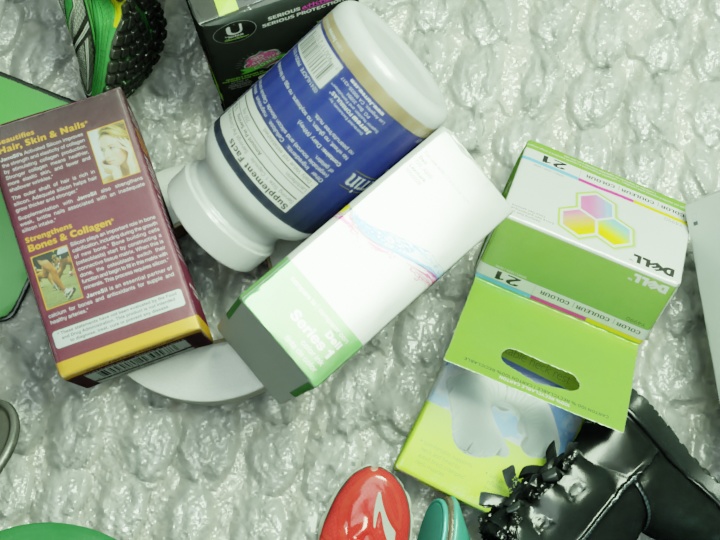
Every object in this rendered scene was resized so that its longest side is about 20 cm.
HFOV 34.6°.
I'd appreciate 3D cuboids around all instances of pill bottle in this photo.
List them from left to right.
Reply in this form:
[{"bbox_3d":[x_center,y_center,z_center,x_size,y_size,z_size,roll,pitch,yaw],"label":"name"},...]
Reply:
[{"bbox_3d":[-0.043,-0.095,0.862,0.200,0.116,0.116,-39,81,19],"label":"pill bottle"}]

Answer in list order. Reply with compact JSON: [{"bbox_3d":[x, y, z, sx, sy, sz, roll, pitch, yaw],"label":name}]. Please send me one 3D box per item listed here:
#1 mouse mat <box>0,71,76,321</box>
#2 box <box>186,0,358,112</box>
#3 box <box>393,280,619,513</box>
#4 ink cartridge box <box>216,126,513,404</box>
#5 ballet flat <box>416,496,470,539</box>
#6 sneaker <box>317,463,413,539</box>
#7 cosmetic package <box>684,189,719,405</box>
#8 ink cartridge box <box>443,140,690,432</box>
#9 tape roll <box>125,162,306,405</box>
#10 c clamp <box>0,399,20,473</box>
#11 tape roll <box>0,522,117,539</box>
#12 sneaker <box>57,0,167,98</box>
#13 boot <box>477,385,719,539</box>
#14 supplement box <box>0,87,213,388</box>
[{"bbox_3d":[-0.326,-0.072,0.972,0.161,0.008,0.200,22,80,3],"label":"mouse mat"},{"bbox_3d":[-0.081,-0.235,0.912,0.124,0.200,0.149,-19,80,-5],"label":"box"},{"bbox_3d":[0.123,0.095,0.930,0.122,0.048,0.200,26,80,3],"label":"box"},{"bbox_3d":[0.000,0.000,0.861,0.200,0.145,0.084,-41,90,-17],"label":"ink cartridge box"},{"bbox_3d":[0.064,0.277,0.888,0.070,0.067,0.200,18,81,-13],"label":"ballet flat"},{"bbox_3d":[-0.010,0.246,0.876,0.077,0.085,0.200,20,79,2],"label":"sneaker"},{"bbox_3d":[0.378,0.029,0.878,0.200,0.123,0.200,-1,77,-28],"label":"cosmetic package"},{"bbox_3d":[0.164,0.008,0.884,0.148,0.076,0.200,23,43,3],"label":"ink cartridge box"},{"bbox_3d":[-0.123,0.009,0.945,0.202,0.037,0.203,0,78,-1],"label":"tape roll"},{"bbox_3d":[-0.348,0.173,0.877,0.171,0.027,0.200,11,60,43],"label":"c clamp"},{"bbox_3d":[-0.226,0.284,0.831,0.200,0.048,0.201,15,50,-19],"label":"tape roll"},{"bbox_3d":[-0.208,-0.219,0.925,0.085,0.200,0.078,24,44,18],"label":"sneaker"},{"bbox_3d":[0.197,0.203,0.875,0.162,0.073,0.198,-43,97,-18],"label":"boot"},{"bbox_3d":[-0.199,-0.023,0.887,0.110,0.086,0.200,-19,80,-5],"label":"supplement box"}]
